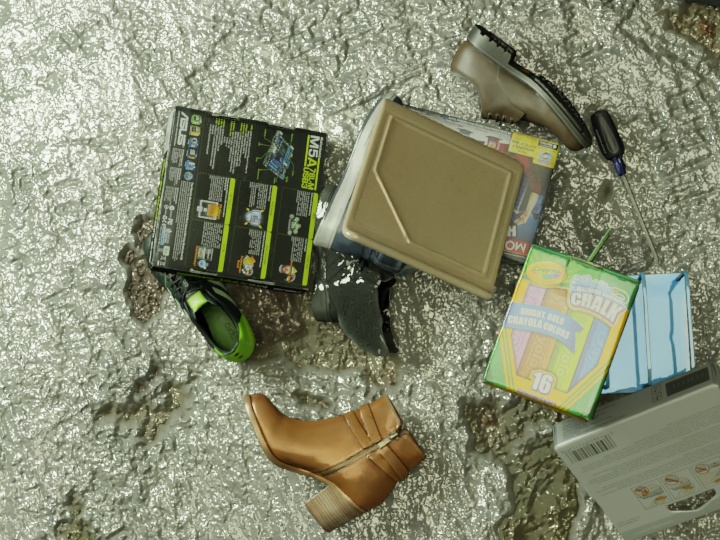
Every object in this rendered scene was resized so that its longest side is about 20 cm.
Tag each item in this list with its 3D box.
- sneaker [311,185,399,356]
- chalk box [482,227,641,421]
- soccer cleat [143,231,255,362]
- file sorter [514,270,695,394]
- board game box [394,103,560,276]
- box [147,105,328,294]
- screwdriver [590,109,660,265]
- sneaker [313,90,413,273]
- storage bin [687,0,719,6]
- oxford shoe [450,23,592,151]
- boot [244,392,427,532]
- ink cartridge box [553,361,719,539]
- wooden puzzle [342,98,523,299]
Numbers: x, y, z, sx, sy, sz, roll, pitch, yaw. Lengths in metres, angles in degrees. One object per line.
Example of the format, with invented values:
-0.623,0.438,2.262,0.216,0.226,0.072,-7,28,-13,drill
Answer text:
-0.001,0.000,1.644,0.104,0.060,0.200,5,92,21,sneaker
0.220,0.047,1.457,0.124,0.124,0.200,19,86,10,chalk box
-0.198,0.026,1.663,0.068,0.081,0.200,-39,80,2,soccer cleat
0.279,0.071,1.570,0.200,0.123,0.139,-3,83,8,file sorter
0.117,-0.077,1.639,0.200,0.062,0.200,16,88,9,board game box
-0.146,-0.084,1.645,0.193,0.048,0.200,9,80,-16,box
0.316,-0.097,1.631,0.029,0.028,0.200,-21,81,36,screwdriver
0.049,-0.096,1.586,0.146,0.077,0.202,21,80,2,sneaker
0.451,-0.396,1.593,0.134,0.146,0.200,7,85,19,storage bin
0.192,-0.202,1.645,0.200,0.073,0.084,42,108,12,oxford shoe
-0.031,0.193,1.629,0.155,0.074,0.200,-37,93,4,boot
0.346,0.208,1.539,0.200,0.044,0.174,-26,120,23,ink cartridge box
0.082,-0.079,1.534,0.185,0.037,0.200,24,58,-13,wooden puzzle
